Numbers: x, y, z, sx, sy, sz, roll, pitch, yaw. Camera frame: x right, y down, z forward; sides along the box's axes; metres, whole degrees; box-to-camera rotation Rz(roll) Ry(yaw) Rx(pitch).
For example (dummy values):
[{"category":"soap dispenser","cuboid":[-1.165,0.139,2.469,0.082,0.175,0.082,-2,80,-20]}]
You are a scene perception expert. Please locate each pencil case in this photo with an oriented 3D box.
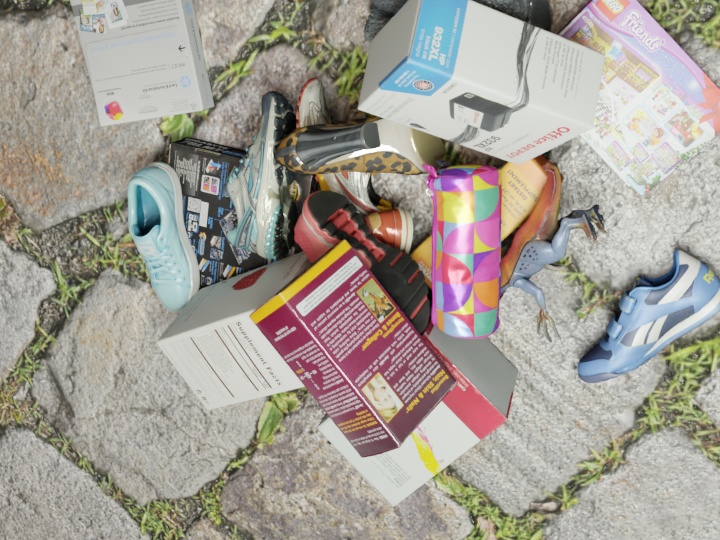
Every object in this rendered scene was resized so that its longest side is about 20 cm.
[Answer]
[{"category":"pencil case","cuboid":[0.114,-0.025,0.901,0.088,0.088,0.202,0,107,16]}]

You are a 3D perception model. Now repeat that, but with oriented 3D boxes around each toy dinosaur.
[{"category":"toy dinosaur","cuboid":[0.193,-0.024,0.933,0.181,0.105,0.201,-25,110,31]}]

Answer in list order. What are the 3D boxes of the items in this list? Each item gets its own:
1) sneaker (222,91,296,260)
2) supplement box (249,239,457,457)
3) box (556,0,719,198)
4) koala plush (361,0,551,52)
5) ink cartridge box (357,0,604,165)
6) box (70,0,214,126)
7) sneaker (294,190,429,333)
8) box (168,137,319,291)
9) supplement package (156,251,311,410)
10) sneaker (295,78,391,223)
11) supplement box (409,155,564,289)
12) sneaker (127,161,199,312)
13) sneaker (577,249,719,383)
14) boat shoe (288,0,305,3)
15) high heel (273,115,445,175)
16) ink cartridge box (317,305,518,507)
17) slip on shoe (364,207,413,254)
[{"category":"sneaker","cuboid":[-0.126,-0.115,0.965,0.086,0.078,0.202,9,102,16]},{"category":"supplement box","cuboid":[-0.007,0.085,0.861,0.200,0.110,0.086,52,144,-4]},{"category":"box","cuboid":[0.295,-0.198,0.883,0.200,0.039,0.137,46,115,-2]},{"category":"koala plush","cuboid":[0.086,-0.315,0.841,0.199,0.184,0.179,6,110,24]},{"category":"ink cartridge box","cuboid":[0.117,-0.188,0.803,0.199,0.145,0.084,15,78,-17]},{"category":"box","cuboid":[-0.280,-0.295,1.017,0.155,0.041,0.202,-5,106,18]},{"category":"sneaker","cuboid":[0.000,0.000,0.931,0.200,0.074,0.087,48,141,3]},{"category":"box","cuboid":[-0.160,-0.056,1.059,0.197,0.050,0.201,13,111,11]},{"category":"supplement package","cuboid":[-0.125,0.075,0.996,0.199,0.121,0.120,-18,114,31]},{"category":"sneaker","cuboid":[-0.020,-0.141,0.983,0.082,0.078,0.201,-18,110,14]},{"category":"supplement box","cuboid":[0.147,-0.060,0.960,0.067,0.069,0.200,45,116,0]},{"category":"sneaker","cuboid":[-0.264,-0.033,1.028,0.073,0.082,0.202,-4,106,20]},{"category":"sneaker","cuboid":[0.329,0.056,0.945,0.200,0.074,0.082,-41,92,17]},{"category":"boat shoe","cuboid":[-0.078,-0.344,0.924,0.198,0.072,0.069,-1,107,17]},{"category":"high heel","cuboid":[0.002,-0.141,0.927,0.142,0.199,0.072,-5,90,36]},{"category":"ink cartridge box","cuboid":[0.074,0.163,1.012,0.145,0.145,0.200,45,113,-2]},{"category":"slip on shoe","cuboid":[0.014,0.009,1.002,0.061,0.074,0.201,2,128,-16]}]
